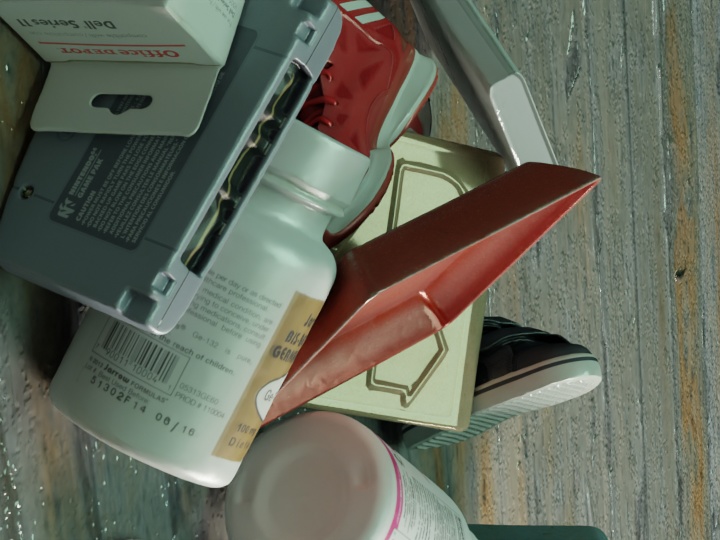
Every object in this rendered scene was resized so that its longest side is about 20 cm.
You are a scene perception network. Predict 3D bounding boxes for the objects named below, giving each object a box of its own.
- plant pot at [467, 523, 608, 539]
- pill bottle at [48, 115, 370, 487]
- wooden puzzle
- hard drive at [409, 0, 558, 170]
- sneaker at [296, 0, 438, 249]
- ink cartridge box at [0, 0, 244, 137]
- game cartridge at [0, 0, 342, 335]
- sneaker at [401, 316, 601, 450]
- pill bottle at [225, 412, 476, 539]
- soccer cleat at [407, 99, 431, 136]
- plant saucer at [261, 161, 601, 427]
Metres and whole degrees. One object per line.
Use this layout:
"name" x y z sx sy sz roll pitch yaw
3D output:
"plant pot" 0.110 0.288 1.799 0.200 0.196 0.196 -67 148 -47
"pill bottle" -0.078 0.007 1.393 0.200 0.114 0.114 -63 152 2
"wooden puzzle" 0.000 0.000 1.627 0.200 0.046 0.186 12 84 -37
"hard drive" 0.075 -0.139 1.691 0.200 0.026 0.132 61 -2 45
"sneaker" -0.033 -0.097 1.524 0.116 0.078 0.200 46 38 -18
"ink cartridge box" -0.119 -0.174 1.346 0.067 0.117 0.200 47 53 -53
"game cartridge" -0.108 -0.072 1.350 0.200 0.133 0.040 -61 147 -11
"sneaker" 0.085 0.065 1.728 0.078 0.200 0.080 -3 76 -35
"pill bottle" 0.004 0.174 1.627 0.200 0.113 0.114 45 55 -57
"soccer cleat" 0.021 -0.053 1.710 0.073 0.068 0.200 -41 134 -28
"plant saucer" 0.022 0.011 1.506 0.199 0.200 0.037 -27 79 -38
